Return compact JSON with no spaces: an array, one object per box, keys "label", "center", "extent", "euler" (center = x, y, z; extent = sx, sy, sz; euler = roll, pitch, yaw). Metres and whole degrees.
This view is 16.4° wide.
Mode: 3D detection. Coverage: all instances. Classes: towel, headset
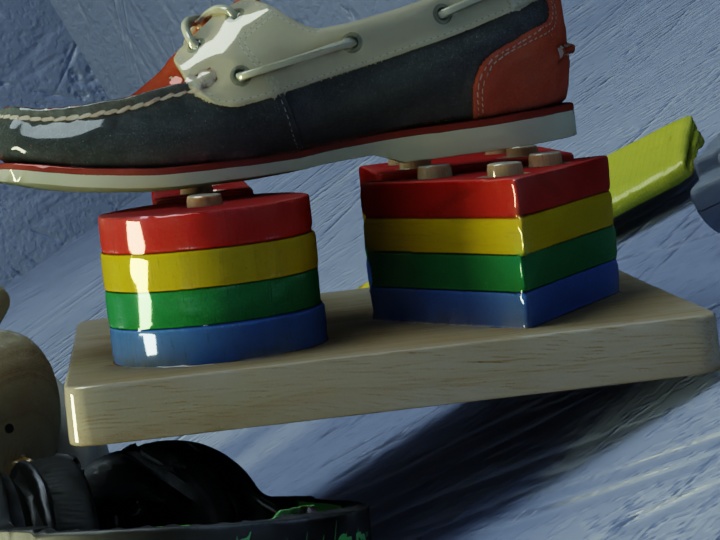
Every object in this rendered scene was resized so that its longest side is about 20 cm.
[{"label":"towel","center":[0.063,-0.008,1.122],"extent":[0.199,0.018,0.086],"euler":[-28,12,17]},{"label":"headset","center":[-0.087,0.075,0.787],"extent":[0.199,0.094,0.123],"euler":[-6,-4,40]}]

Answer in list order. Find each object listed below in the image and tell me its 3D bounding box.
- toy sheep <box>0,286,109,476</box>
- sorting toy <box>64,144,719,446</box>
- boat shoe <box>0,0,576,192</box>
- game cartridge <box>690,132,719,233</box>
[{"label":"toy sheep","center":[-0.158,0.092,0.966],"extent":[0.138,0.138,0.200],"euler":[-37,-19,-39]},{"label":"sorting toy","center":[0.000,0.000,0.842],"extent":[0.199,0.070,0.199],"euler":[-6,5,-5]},{"label":"boat shoe","center":[-0.026,-0.062,0.829],"extent":[0.199,0.063,0.071],"euler":[-8,8,-6]},{"label":"game cartridge","center":[0.215,-0.083,0.965],"extent":[0.133,0.041,0.200],"euler":[-31,6,36]}]
